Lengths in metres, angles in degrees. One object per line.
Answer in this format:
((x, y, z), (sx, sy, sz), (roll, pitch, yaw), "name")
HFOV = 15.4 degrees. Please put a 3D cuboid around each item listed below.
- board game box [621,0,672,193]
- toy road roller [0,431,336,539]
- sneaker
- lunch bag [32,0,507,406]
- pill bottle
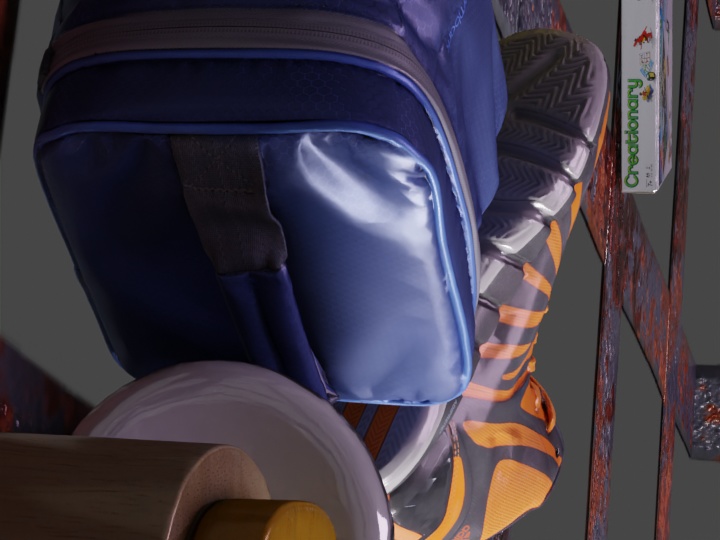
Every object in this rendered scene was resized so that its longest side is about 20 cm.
((0.246, -0.175, 2.289), (0.126, 0.034, 0.202), (-41, 132, -74), "board game box")
((-0.089, 0.139, 0.664), (0.146, 0.122, 0.202), (19, 73, -65), "toy road roller")
((0.045, 0.014, 0.997), (0.201, 0.077, 0.112), (-61, 145, -13), "sneaker")
((-0.027, -0.033, 0.871), (0.200, 0.135, 0.133), (74, 22, -57), "lunch bag")
((-0.042, 0.096, 0.852), (0.200, 0.105, 0.107), (89, 5, -78), "pill bottle")
